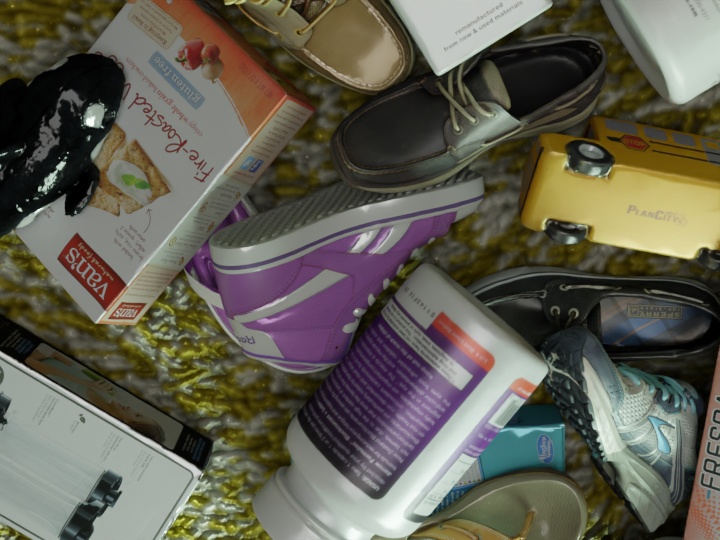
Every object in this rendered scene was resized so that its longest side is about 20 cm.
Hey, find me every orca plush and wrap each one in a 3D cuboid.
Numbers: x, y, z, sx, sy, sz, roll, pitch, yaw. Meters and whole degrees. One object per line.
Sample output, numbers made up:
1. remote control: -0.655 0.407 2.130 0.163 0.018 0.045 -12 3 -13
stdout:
1. orca plush: -0.242 -0.072 0.782 0.199 0.071 0.106 -25 78 16

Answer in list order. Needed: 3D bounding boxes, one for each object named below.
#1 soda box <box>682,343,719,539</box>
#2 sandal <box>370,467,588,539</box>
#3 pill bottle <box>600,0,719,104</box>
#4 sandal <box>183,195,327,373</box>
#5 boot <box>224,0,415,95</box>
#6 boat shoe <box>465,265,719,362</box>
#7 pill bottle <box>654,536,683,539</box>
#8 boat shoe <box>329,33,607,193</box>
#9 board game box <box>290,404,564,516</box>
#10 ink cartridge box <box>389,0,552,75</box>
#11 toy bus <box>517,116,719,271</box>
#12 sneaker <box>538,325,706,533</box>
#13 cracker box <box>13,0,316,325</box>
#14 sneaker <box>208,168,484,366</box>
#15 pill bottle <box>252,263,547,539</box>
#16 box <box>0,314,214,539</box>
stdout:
1. soda box: 0.274 0.104 0.830 0.068 0.063 0.201 14 107 28
2. sandal: 0.066 0.201 0.855 0.199 0.054 0.081 -16 102 5
3. pill bottle: 0.258 -0.205 0.776 0.199 0.114 0.115 -32 101 8
4. sandal: -0.088 -0.004 0.860 0.082 0.050 0.203 -38 98 9
5. boot: -0.047 -0.180 0.765 0.200 0.156 0.073 43 100 -9
6. boat shoe: 0.160 0.034 0.862 0.198 0.057 0.069 -3 103 1
7. pill bottle: 0.263 0.253 0.883 0.198 0.113 0.114 5 103 0
8. boat shoe: 0.072 -0.113 0.791 0.199 0.073 0.075 -24 76 -16
9. board game box: 0.051 0.181 0.903 0.198 0.047 0.152 -2 103 2
10. ink cartridge box: 0.028 -0.232 0.758 0.084 0.145 0.201 -30 100 8
11. toy bus: 0.208 -0.053 0.819 0.199 0.079 0.065 10 126 -5
12. sneaker: 0.191 0.095 0.853 0.086 0.078 0.200 -37 130 -3
13. cracker box: -0.145 -0.080 0.817 0.134 0.058 0.200 44 101 16
14. sneaker: 0.000 0.000 0.840 0.199 0.073 0.115 -19 112 -15
15. pill bottle: 0.021 0.104 0.808 0.111 0.111 0.200 39 95 -8
16. box: -0.222 0.132 0.890 0.199 0.060 0.117 31 102 -6
